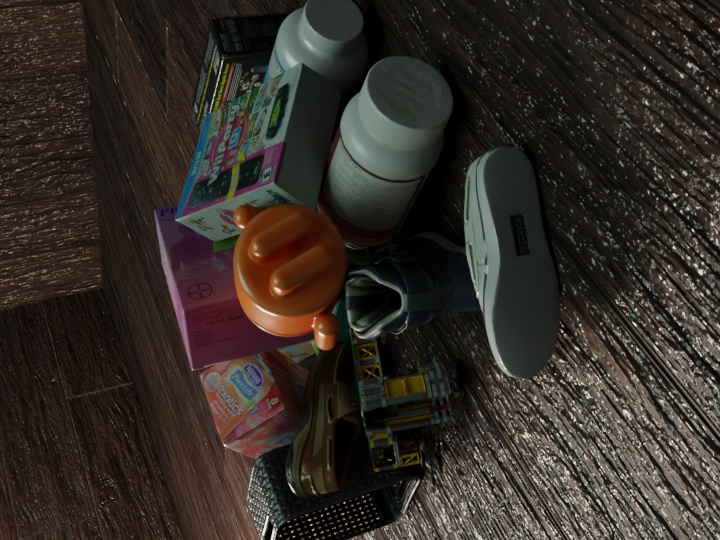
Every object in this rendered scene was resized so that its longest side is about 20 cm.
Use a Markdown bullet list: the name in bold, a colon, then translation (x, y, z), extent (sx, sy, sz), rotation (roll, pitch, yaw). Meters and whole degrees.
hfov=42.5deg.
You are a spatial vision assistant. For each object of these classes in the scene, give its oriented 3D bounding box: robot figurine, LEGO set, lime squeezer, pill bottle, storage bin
- **robot figurine**: translation (-0.074, 0.002, 0.953), extent (0.200, 0.142, 0.118), rotation (112, 178, -74)
- **LEGO set**: translation (0.057, 0.136, 1.054), extent (0.155, 0.114, 0.202), rotation (-99, 0, -51)
- **lime squeezer**: translation (0.000, 0.000, 1.063), extent (0.200, 0.069, 0.038), rotation (117, 150, -73)
- **pill bottle**: translation (-0.055, -0.234, 1.101), extent (0.112, 0.109, 0.200), rotation (69, 155, 20)
- **pill bottle**: translation (0.024, -0.121, 0.968), extent (0.201, 0.108, 0.111), rotation (116, 137, -56)
- **storage bin**: translation (-0.037, 0.281, 1.190), extent (0.136, 0.197, 0.095), rotation (106, 144, -49)

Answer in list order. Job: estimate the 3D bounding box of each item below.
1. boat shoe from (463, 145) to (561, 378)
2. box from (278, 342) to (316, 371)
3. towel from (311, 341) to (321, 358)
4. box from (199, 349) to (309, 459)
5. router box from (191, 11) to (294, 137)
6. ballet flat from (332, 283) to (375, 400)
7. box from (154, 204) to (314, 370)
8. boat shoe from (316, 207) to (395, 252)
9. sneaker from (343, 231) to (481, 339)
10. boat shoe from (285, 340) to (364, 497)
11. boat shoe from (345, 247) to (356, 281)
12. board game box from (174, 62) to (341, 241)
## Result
- **boat shoe**: translation (0.127, -0.006, 0.831), extent (0.066, 0.071, 0.204), rotation (169, 90, -72)
- **box**: translation (-0.116, 0.059, 1.321), extent (0.201, 0.059, 0.117), rotation (61, -178, -39)
- **towel**: translation (-0.074, 0.056, 1.298), extent (0.202, 0.030, 0.149), rotation (66, -174, 25)
- **box**: translation (-0.109, 0.179, 1.191), extent (0.104, 0.094, 0.200), rotation (65, -171, 29)
- **router box**: translation (-0.136, -0.255, 1.232), extent (0.200, 0.147, 0.063), rotation (125, 129, -60)
- **ballet flat**: translation (-0.009, 0.101, 1.226), extent (0.069, 0.068, 0.204), rotation (-148, 49, -60)
- **box**: translation (-0.148, 0.002, 1.143), extent (0.201, 0.173, 0.098), rotation (-118, 22, -47)
- **boat shoe**: translation (-0.053, -0.084, 1.092), extent (0.200, 0.075, 0.076), rotation (26, 115, 18)
- **sneaker**: translation (0.036, 0.013, 0.962), extent (0.202, 0.144, 0.078), rotation (-168, 67, -67)
- **boat shoe**: translation (-0.029, 0.181, 1.122), extent (0.076, 0.073, 0.203), rotation (57, -143, -47)
- **boat shoe**: translation (-0.044, -0.042, 1.187), extent (0.067, 0.072, 0.203), rotation (20, 127, 15)
- **board game box**: translation (-0.118, -0.127, 1.047), extent (0.198, 0.064, 0.150), rotation (-14, 57, 49)
